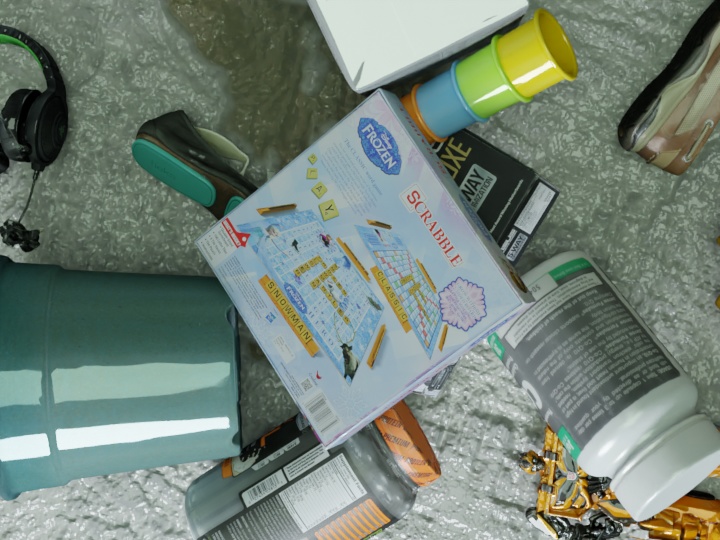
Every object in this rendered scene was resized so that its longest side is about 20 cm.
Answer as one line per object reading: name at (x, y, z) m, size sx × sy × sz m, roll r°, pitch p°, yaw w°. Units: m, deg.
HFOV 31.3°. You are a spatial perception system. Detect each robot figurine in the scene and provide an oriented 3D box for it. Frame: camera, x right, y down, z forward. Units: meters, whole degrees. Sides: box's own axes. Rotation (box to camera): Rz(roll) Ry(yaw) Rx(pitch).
robot figurine at (0.236, 0.177, 1.104) m, size 0.198 × 0.058 × 0.146 m, roll 6°, pitch 93°, yaw 3°

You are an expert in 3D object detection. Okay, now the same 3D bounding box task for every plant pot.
plant pot at (-0.197, 0.085, 1.066) m, size 0.194 × 0.200 × 0.202 m, roll -2°, pitch 96°, yaw -5°

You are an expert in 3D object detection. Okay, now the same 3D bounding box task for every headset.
headset at (-0.309, -0.113, 1.093) m, size 0.123 × 0.094 × 0.202 m, roll -18°, pitch 83°, yaw 6°

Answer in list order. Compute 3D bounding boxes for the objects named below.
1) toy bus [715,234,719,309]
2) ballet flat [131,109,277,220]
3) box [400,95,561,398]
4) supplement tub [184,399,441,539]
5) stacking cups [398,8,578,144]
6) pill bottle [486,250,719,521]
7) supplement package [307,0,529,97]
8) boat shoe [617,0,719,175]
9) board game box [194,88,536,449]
toy bus at (0.362, -0.043, 1.052) m, size 0.078 × 0.065 × 0.200 m, roll 45°, pitch 113°, yaw 15°
ballet flat at (-0.104, -0.068, 1.095) m, size 0.200 × 0.068 × 0.068 m, roll 43°, pitch 57°, yaw 5°
box at (0.049, -0.022, 1.062) m, size 0.157 × 0.050 × 0.201 m, roll 37°, pitch 99°, yaw 36°
supplement tub at (-0.039, 0.184, 1.090) m, size 0.199 × 0.123 × 0.123 m, roll -32°, pitch 93°, yaw 5°
stacking cups at (0.071, -0.130, 1.009) m, size 0.199 × 0.060 × 0.061 m, roll -28°, pitch 93°, yaw 28°
pill bottle at (0.197, 0.092, 1.036) m, size 0.113 × 0.113 × 0.201 m, roll -39°, pitch 66°, yaw 6°
supplement package at (0.025, -0.252, 1.005) m, size 0.146 × 0.200 × 0.192 m, roll -25°, pitch 93°, yaw 6°
boat shoe at (0.300, -0.167, 1.065) m, size 0.074 × 0.076 × 0.200 m, roll 37°, pitch 105°, yaw -6°
board game box at (0.000, 0.000, 1.000) m, size 0.199 × 0.041 × 0.201 m, roll -36°, pitch 79°, yaw 18°
